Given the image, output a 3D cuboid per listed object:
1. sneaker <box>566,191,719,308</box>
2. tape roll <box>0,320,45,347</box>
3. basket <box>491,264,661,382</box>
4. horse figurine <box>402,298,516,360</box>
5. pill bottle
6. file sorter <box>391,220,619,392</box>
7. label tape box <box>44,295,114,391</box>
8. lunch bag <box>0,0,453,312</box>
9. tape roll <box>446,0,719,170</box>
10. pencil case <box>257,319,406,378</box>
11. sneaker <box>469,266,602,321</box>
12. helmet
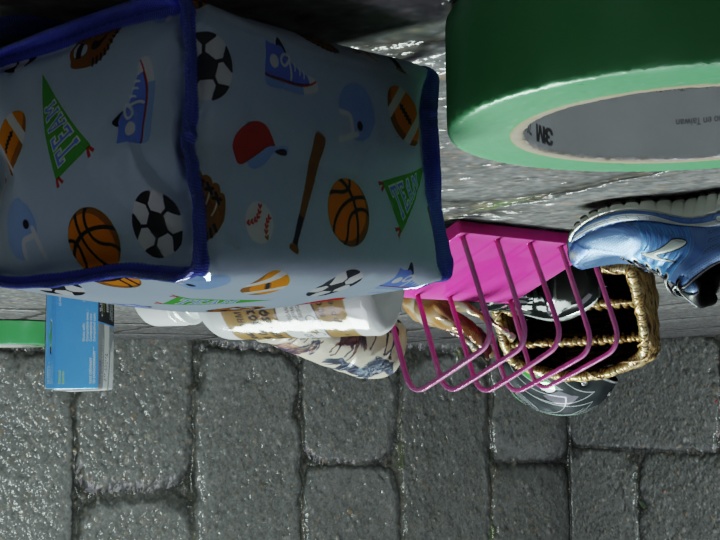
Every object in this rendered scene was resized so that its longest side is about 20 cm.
[{"bbox_3d":[0.259,-0.014,1.037,0.198,0.091,0.078,-6,171,42],"label":"sneaker"},{"bbox_3d":[-0.718,0.130,2.518,0.197,0.049,0.200,-1,173,0],"label":"tape roll"},{"bbox_3d":[0.273,0.070,1.584,0.197,0.145,0.149,-4,174,24],"label":"basket"},{"bbox_3d":[0.093,0.051,1.387,0.132,0.050,0.200,32,175,-14],"label":"horse figurine"},{"bbox_3d":[-0.072,-0.005,0.949,0.197,0.116,0.114,-3,174,19],"label":"pill bottle"},{"bbox_3d":[0.140,0.045,1.227,0.198,0.127,0.139,4,152,-39],"label":"file sorter"},{"bbox_3d":[-0.398,0.099,1.772,0.062,0.147,0.200,-1,174,-2],"label":"label tape box"},{"bbox_3d":[-0.086,-0.042,0.543,0.198,0.126,0.169,-8,172,39],"label":"lunch bag"},{"bbox_3d":[0.133,-0.081,0.503,0.197,0.049,0.200,-1,173,0],"label":"tape roll"},{"bbox_3d":[-0.035,0.063,1.403,0.199,0.091,0.077,23,137,-40],"label":"pencil case"},{"bbox_3d":[0.175,0.022,1.411,0.198,0.077,0.087,-5,176,37],"label":"sneaker"},{"bbox_3d":[0.319,0.140,2.021,0.197,0.194,0.200,0,175,0],"label":"helmet"}]
